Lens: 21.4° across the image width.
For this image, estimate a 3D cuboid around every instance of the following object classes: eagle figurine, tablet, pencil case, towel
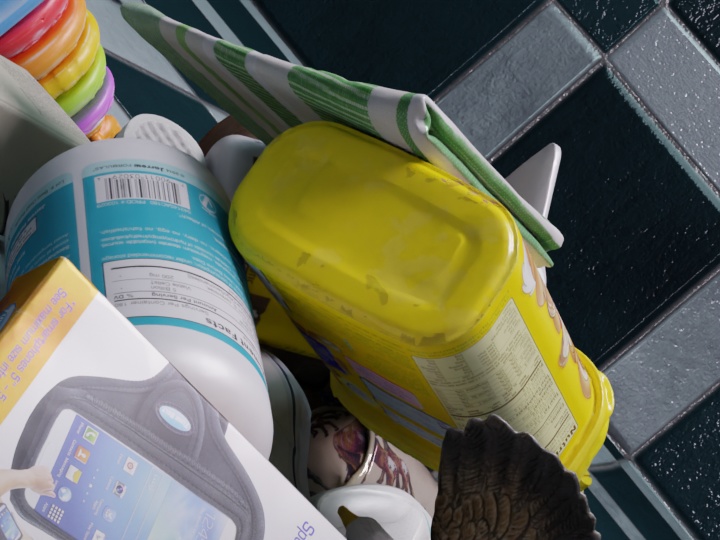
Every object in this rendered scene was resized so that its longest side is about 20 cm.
[{"bbox_3d":[0.030,0.164,0.909,0.150,0.153,0.200,20,-19,12],"label":"eagle figurine"},{"bbox_3d":[0.077,0.028,1.194,0.014,0.201,0.130,19,-22,-13],"label":"tablet"},{"bbox_3d":[0.025,0.153,1.154,0.200,0.078,0.089,43,1,-40],"label":"pencil case"},{"bbox_3d":[-0.008,-0.069,0.926,0.199,0.023,0.152,25,-9,40],"label":"towel"}]

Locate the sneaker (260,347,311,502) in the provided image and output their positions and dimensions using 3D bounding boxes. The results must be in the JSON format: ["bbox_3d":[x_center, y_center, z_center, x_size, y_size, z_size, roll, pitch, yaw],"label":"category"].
[{"bbox_3d":[-0.067,0.083,0.987,0.071,0.073,0.200,54,6,-29],"label":"sneaker"}]

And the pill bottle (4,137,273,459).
[{"bbox_3d":[-0.098,0.041,0.829,0.111,0.110,0.201,43,21,-36],"label":"pill bottle"}]

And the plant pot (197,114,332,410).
[{"bbox_3d":[-0.028,0.013,1.226,0.200,0.200,0.175,45,25,-27],"label":"plant pot"}]

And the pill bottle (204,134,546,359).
[{"bbox_3d":[0.000,0.000,1.079,0.199,0.110,0.109,15,19,-16],"label":"pill bottle"}]

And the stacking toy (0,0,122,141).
[{"bbox_3d":[-0.198,-0.124,1.222,0.116,0.110,0.200,41,-13,46],"label":"stacking toy"}]

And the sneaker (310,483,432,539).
[{"bbox_3d":[0.032,0.187,1.070,0.200,0.070,0.081,41,20,-38],"label":"sneaker"}]

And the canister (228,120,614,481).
[{"bbox_3d":[0.032,0.024,0.907,0.148,0.087,0.200,28,-14,28],"label":"canister"}]

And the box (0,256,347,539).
[{"bbox_3d":[-0.078,0.107,0.692,0.200,0.041,0.119,45,53,-17],"label":"box"}]

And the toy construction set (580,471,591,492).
[{"bbox_3d":[0.093,0.134,1.575,0.200,0.092,0.131,43,31,13],"label":"toy construction set"}]

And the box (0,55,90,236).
[{"bbox_3d":[-0.216,-0.082,0.951,0.082,0.068,0.200,47,6,24],"label":"box"}]

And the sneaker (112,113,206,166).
[{"bbox_3d":[-0.131,0.008,1.007,0.078,0.079,0.201,33,37,-18],"label":"sneaker"}]
